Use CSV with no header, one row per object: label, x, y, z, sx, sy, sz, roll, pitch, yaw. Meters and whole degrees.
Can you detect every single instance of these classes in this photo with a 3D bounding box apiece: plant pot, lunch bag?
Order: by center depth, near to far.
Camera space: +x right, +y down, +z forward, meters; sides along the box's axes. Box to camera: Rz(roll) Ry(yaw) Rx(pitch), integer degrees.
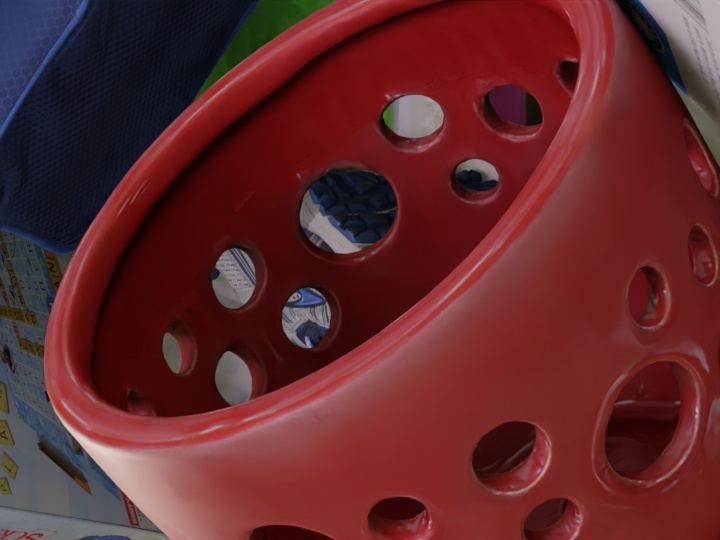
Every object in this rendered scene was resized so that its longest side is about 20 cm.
plant pot,0.033,0.034,0.811,0.200,0.201,0.183,2,139,46
lunch bag,-0.120,-0.123,0.981,0.132,0.136,0.200,33,88,17

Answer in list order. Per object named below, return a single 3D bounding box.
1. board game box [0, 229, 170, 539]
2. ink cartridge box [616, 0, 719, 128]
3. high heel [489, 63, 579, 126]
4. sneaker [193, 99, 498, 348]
board game box,-0.166,0.014,1.068,0.041,0.199,0.200,-27,69,21
ink cartridge box,0.167,-0.083,0.710,0.200,0.145,0.147,48,176,25
high heel,0.080,-0.112,0.881,0.200,0.067,0.096,-44,60,49
sneaker,0.000,0.000,1.011,0.200,0.077,0.085,33,129,47
